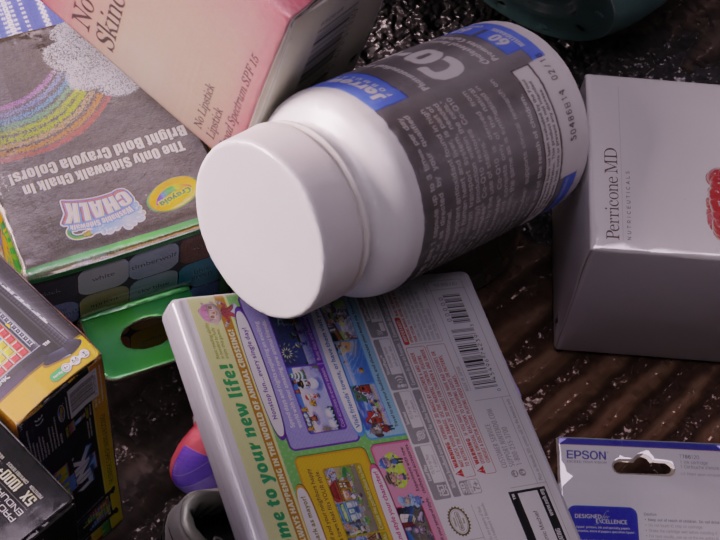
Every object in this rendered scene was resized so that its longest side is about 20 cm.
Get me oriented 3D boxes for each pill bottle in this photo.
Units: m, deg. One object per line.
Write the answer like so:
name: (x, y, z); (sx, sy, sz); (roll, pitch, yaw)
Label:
pill bottle: (0.018, -0.053, 0.980); (0.200, 0.114, 0.114); (-26, 64, -40)

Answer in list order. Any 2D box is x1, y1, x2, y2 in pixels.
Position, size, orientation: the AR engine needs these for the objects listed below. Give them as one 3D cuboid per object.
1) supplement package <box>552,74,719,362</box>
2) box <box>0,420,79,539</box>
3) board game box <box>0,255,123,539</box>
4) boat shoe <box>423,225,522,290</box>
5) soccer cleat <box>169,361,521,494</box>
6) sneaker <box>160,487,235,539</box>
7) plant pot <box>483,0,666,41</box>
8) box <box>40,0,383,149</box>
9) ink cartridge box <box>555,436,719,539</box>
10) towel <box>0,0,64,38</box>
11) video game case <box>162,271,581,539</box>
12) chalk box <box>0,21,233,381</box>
supplement package: (0.217, -0.025, 1.073); (0.199, 0.120, 0.122); (4, 60, -3)
box: (-0.216, 0.122, 0.898); (0.086, 0.200, 0.164); (-39, 70, -24)
board game box: (-0.198, 0.051, 0.942); (0.165, 0.200, 0.057); (40, 65, 18)
boat shoe: (0.000, 0.000, 1.070); (0.200, 0.076, 0.072); (-26, 61, -29)
soccer cleat: (-0.007, 0.081, 1.019); (0.199, 0.067, 0.077); (-23, 53, -23)
sneaker: (-0.006, 0.152, 0.964); (0.199, 0.089, 0.074); (7, 67, -1)
plant pot: (0.139, -0.242, 1.159); (0.200, 0.201, 0.161); (29, 74, 11)
box: (-0.092, -0.177, 0.992); (0.200, 0.128, 0.109); (40, 54, 11)
ink cartridge box: (0.152, 0.187, 0.990); (0.099, 0.039, 0.201); (3, 61, -3)
towel: (-0.219, -0.141, 1.151); (0.199, 0.024, 0.145); (-19, 58, -14)
video game case: (0.011, 0.095, 0.949); (0.181, 0.022, 0.201); (-5, 60, -30)
chalk box: (-0.144, -0.024, 1.038); (0.124, 0.124, 0.200); (-17, 63, -16)
